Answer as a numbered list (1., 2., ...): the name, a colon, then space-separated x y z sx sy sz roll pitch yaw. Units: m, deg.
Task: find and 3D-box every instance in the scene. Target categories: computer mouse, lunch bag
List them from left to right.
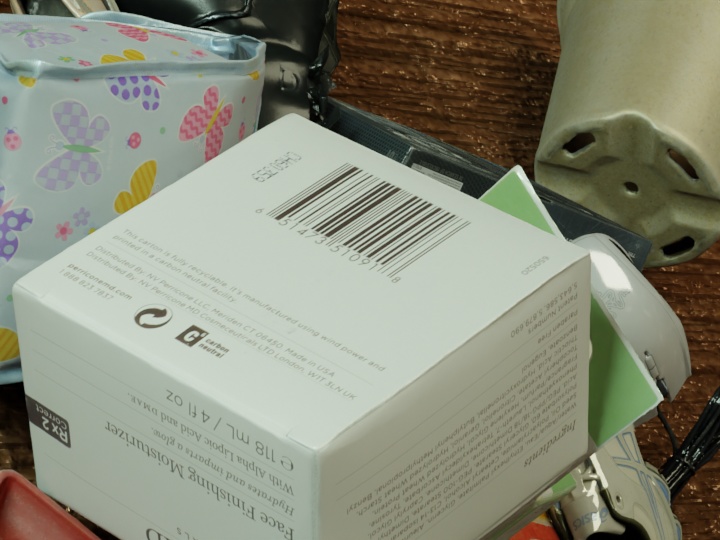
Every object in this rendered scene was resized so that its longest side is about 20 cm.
1. lunch bag: -0.138 -0.040 1.410 0.127 0.170 0.200 24 20 40
2. computer mouse: 0.169 0.062 1.673 0.044 0.110 0.200 35 -15 53

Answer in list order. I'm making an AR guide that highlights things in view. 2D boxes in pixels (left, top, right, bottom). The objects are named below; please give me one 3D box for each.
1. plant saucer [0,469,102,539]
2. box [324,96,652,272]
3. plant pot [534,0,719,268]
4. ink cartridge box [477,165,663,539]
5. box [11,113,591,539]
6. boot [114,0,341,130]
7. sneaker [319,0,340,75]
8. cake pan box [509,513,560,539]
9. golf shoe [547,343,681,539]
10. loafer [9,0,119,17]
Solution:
1. plant saucer: -0.133 0.219 1.293 0.200 0.037 0.200 40 34 -12
2. box: 0.055 -0.047 1.683 0.200 0.051 0.158 20 7 -36
3. plant pot: 0.203 -0.108 1.879 0.200 0.200 0.184 39 47 -13
4. ink cartridge box: 0.064 0.056 1.438 0.048 0.200 0.146 -12 66 -53
5. box: -0.025 0.049 1.329 0.199 0.131 0.200 26 45 34
6. boot: -0.104 -0.115 1.605 0.198 0.073 0.163 5 72 1
7. sneaker: -0.065 -0.188 1.743 0.098 0.071 0.201 34 24 -47
8. cake pan box: 0.021 0.137 1.534 0.200 0.052 0.184 0 55 -48
9. golf shoe: 0.130 0.111 1.601 0.200 0.078 0.097 57 16 -19
10. loafer: -0.141 -0.088 1.541 0.200 0.072 0.063 59 14 16
